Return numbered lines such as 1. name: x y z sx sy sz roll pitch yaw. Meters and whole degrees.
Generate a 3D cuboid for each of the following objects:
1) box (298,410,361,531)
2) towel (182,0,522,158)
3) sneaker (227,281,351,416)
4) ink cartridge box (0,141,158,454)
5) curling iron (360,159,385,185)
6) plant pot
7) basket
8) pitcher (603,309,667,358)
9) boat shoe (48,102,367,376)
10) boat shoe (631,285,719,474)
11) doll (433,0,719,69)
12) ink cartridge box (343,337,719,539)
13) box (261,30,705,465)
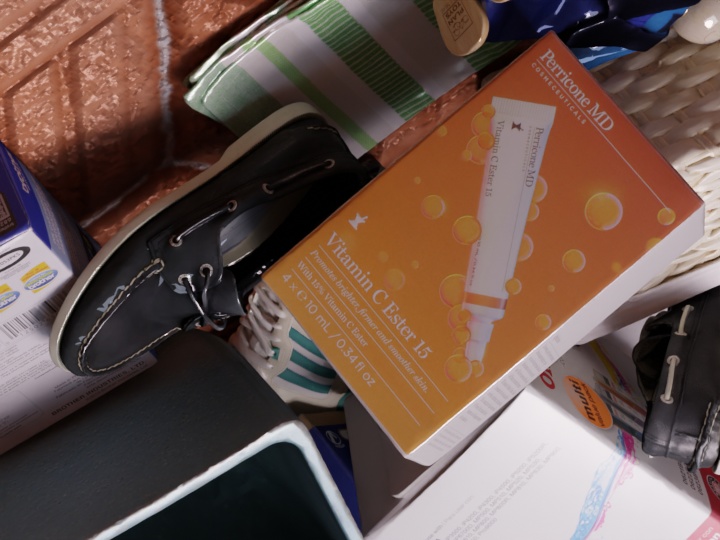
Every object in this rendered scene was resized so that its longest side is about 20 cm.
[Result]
1. box: 0.044 0.171 1.301 0.032 0.200 0.121 -46 157 23
2. towel: 0.015 -0.127 1.134 0.200 0.023 0.153 -36 147 12
3. sneaker: -0.048 0.045 1.279 0.093 0.070 0.200 -28 150 -11
4. ink cartridge box: -0.214 0.015 1.116 0.136 0.076 0.200 -30 148 3
5. curling iron: 0.000 0.000 1.288 0.050 0.026 0.200 -55 163 -29
6. plant pot: -0.120 0.149 1.227 0.195 0.200 0.197 -30 127 -6
7. basket: 0.180 -0.072 1.225 0.200 0.136 0.123 -24 145 -6
8. pitcher: 0.166 0.032 1.370 0.200 0.121 0.172 -30 153 -10
9. boat shoe: -0.076 -0.005 1.105 0.199 0.066 0.075 -40 148 -18
10. boat shoe: 0.192 0.052 1.230 0.060 0.200 0.076 10 111 0
11. doll: 0.131 -0.147 1.127 0.200 0.049 0.137 -4 145 -40
12. ink cartridge box: 0.111 0.122 1.259 0.200 0.145 0.145 34 113 -25
13. box: 0.068 -0.008 1.092 0.200 0.124 0.097 -41 168 1
